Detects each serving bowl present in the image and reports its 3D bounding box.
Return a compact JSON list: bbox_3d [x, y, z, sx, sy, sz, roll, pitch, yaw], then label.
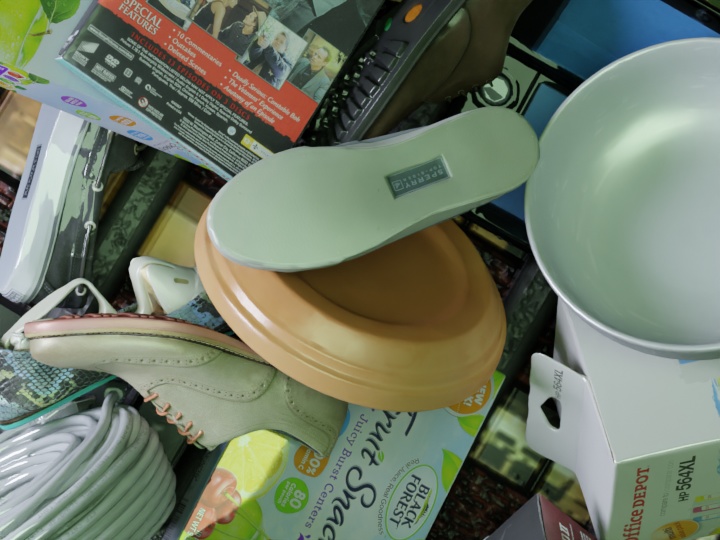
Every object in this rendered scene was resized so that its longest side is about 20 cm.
[{"bbox_3d":[0.199,-0.034,1.197,0.199,0.066,0.201,-7,64,14],"label":"serving bowl"}]

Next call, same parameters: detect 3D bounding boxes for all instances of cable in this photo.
[{"bbox_3d":[-0.203,0.150,1.200,0.200,0.200,0.069,-29,104,-5],"label":"cable"}]

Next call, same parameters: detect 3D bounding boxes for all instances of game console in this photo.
[{"bbox_3d":[0.161,-0.083,1.271,0.200,0.119,0.173,29,85,-4],"label":"game console"}]

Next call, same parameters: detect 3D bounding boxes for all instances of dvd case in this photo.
[{"bbox_3d":[-0.064,-0.164,1.189,0.146,0.022,0.200,34,81,-19],"label":"dvd case"}]

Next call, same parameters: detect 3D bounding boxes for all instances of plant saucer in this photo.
[{"bbox_3d":[0.000,0.000,1.228,0.200,0.200,0.038,25,126,-4],"label":"plant saucer"}]

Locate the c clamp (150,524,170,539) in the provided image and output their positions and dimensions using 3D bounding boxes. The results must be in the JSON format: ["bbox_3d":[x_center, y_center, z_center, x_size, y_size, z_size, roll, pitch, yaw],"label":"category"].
[{"bbox_3d":[-0.123,0.192,1.293,0.199,0.027,0.171,-22,92,-7],"label":"c clamp"}]

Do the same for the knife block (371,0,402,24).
[{"bbox_3d":[-0.002,-0.204,1.262,0.175,0.064,0.200,-36,109,-4],"label":"knife block"}]

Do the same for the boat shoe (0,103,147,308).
[{"bbox_3d":[-0.166,-0.071,1.272,0.066,0.070,0.201,17,85,-22],"label":"boat shoe"}]

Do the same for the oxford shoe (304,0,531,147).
[{"bbox_3d":[0.043,-0.122,1.224,0.084,0.073,0.200,32,108,-30],"label":"oxford shoe"}]

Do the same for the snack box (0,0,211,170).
[{"bbox_3d":[-0.136,-0.172,1.212,0.199,0.068,0.169,21,79,-22],"label":"snack box"}]

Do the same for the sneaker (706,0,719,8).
[{"bbox_3d":[0.190,-0.190,1.298,0.200,0.067,0.090,24,93,-1],"label":"sneaker"}]

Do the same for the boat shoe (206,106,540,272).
[{"bbox_3d":[0.006,-0.041,1.188,0.200,0.072,0.070,-17,82,-14],"label":"boat shoe"}]

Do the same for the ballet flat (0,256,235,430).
[{"bbox_3d":[-0.143,0.029,1.250,0.199,0.074,0.074,-25,92,-22],"label":"ballet flat"}]

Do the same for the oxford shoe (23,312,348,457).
[{"bbox_3d":[-0.100,0.066,1.194,0.199,0.071,0.074,10,88,-12],"label":"oxford shoe"}]

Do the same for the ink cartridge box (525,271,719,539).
[{"bbox_3d":[0.204,0.081,1.248,0.199,0.129,0.126,-12,56,-5],"label":"ink cartridge box"}]

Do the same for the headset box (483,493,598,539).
[{"bbox_3d":[0.114,0.242,1.240,0.200,0.075,0.149,40,110,-19],"label":"headset box"}]

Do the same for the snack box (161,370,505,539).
[{"bbox_3d":[-0.018,0.121,1.273,0.142,0.053,0.201,29,82,-13],"label":"snack box"}]
